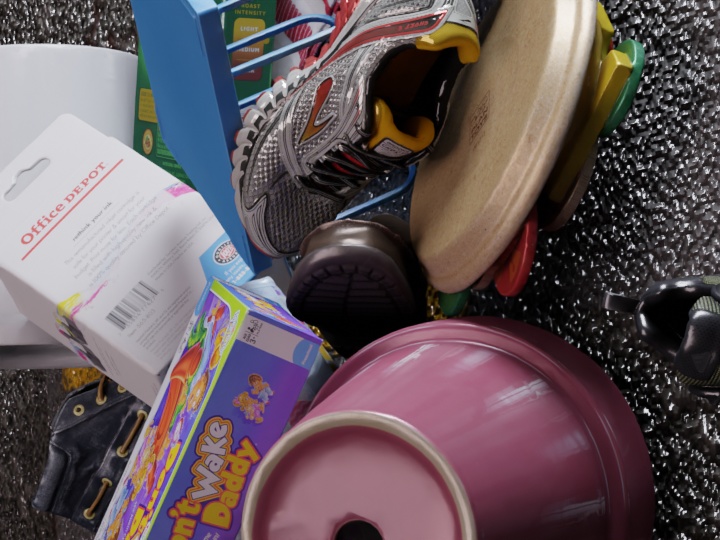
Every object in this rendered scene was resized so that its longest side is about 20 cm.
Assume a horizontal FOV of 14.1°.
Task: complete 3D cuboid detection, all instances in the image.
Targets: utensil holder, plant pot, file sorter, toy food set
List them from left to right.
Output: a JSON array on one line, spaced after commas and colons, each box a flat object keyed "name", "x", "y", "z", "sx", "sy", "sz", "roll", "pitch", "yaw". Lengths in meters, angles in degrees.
[{"name": "utensil holder", "x": -0.218, "y": -0.040, "z": 1.964, "sx": 0.170, "sy": 0.169, "sz": 0.201, "roll": -14, "pitch": 76, "yaw": 56}, {"name": "file sorter", "x": -0.052, "y": -0.130, "z": 1.678, "sx": 0.139, "sy": 0.122, "sz": 0.200, "roll": 55, "pitch": 162, "yaw": 42}, {"name": "plant pot", "x": 0.034, "y": 0.127, "z": 1.491, "sx": 0.199, "sy": 0.179, "sz": 0.201, "roll": 1, "pitch": 92, "yaw": 23}, {"name": "toy food set", "x": 0.083, "y": -0.072, "z": 1.561, "sx": 0.200, "sy": 0.049, "sz": 0.198, "roll": -62, "pitch": 17, "yaw": 21}]

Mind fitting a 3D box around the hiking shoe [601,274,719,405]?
[{"name": "hiking shoe", "x": 0.200, "y": 0.050, "z": 1.373, "sx": 0.200, "sy": 0.100, "sz": 0.076, "roll": 23, "pitch": 109, "yaw": 55}]

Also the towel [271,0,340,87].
[{"name": "towel", "x": -0.058, "y": -0.162, "z": 1.851, "sx": 0.144, "sy": 0.023, "sz": 0.200, "roll": 54, "pitch": 132, "yaw": 44}]

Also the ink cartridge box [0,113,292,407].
[{"name": "ink cartridge box", "x": -0.148, "y": -0.003, "z": 1.827, "sx": 0.200, "sy": 0.115, "sz": 0.068, "roll": 33, "pitch": 159, "yaw": 32}]

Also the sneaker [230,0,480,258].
[{"name": "sneaker", "x": -0.005, "y": -0.081, "z": 1.585, "sx": 0.200, "sy": 0.078, "sz": 0.082, "roll": -56, "pitch": 40, "yaw": 30}]

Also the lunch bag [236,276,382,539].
[{"name": "lunch bag", "x": -0.040, "y": 0.130, "z": 1.723, "sx": 0.170, "sy": 0.127, "sz": 0.201, "roll": 51, "pitch": 142, "yaw": 44}]

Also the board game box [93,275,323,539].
[{"name": "board game box", "x": -0.091, "y": 0.110, "z": 1.557, "sx": 0.201, "sy": 0.045, "sz": 0.134, "roll": -66, "pitch": 13, "yaw": 2}]

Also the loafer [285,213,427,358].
[{"name": "loafer", "x": 0.000, "y": 0.000, "z": 1.642, "sx": 0.200, "sy": 0.073, "sz": 0.071, "roll": 74, "pitch": -160, "yaw": -75}]

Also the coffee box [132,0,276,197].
[{"name": "coffee box", "x": -0.099, "y": -0.147, "z": 1.858, "sx": 0.123, "sy": 0.044, "sz": 0.201, "roll": 11, "pitch": 99, "yaw": 60}]

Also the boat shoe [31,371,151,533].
[{"name": "boat shoe", "x": -0.144, "y": 0.080, "z": 1.879, "sx": 0.071, "sy": 0.091, "sz": 0.201, "roll": -104, "pitch": 34, "yaw": -80}]
